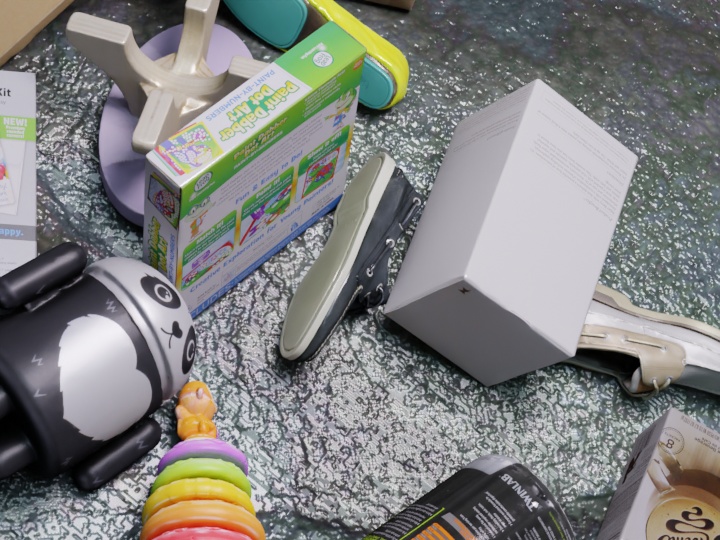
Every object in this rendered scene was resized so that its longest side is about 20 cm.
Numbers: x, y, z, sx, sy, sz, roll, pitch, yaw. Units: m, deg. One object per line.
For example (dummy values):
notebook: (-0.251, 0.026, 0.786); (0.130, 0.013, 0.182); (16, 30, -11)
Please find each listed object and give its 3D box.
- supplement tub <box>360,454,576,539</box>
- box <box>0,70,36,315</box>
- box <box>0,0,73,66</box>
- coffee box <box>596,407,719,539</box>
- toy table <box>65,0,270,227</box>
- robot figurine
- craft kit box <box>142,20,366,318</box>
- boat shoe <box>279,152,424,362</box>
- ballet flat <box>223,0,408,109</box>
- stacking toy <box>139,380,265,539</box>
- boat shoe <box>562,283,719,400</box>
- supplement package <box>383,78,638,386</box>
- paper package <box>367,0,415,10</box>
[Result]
supplement tub: (0.057, 0.236, 1.442); (0.199, 0.123, 0.123); (-31, 77, -26)
box: (-0.333, -0.065, 1.517); (0.154, 0.041, 0.202); (3, 64, -15)
box: (-0.278, -0.286, 1.578); (0.199, 0.021, 0.164); (-39, 76, 14)
coffee box: (0.247, 0.228, 1.526); (0.112, 0.080, 0.201); (28, 61, -3)
toy table: (-0.147, -0.147, 1.555); (0.182, 0.117, 0.202); (5, 59, -3)
robot figurine: (-0.215, 0.074, 1.436); (0.199, 0.151, 0.125); (-33, 65, -27)
craft kit box: (-0.085, -0.071, 1.502); (0.048, 0.198, 0.200); (42, 60, 17)
boat shoe: (-0.001, 0.000, 1.568); (0.066, 0.074, 0.201); (37, 55, -21)
ballet flat: (-0.039, -0.214, 1.669); (0.199, 0.067, 0.067); (37, 40, 0)
stacking toy: (-0.121, 0.169, 1.447); (0.108, 0.117, 0.202); (3, 51, -9)
boat shoe: (0.240, 0.073, 1.607); (0.198, 0.075, 0.069); (20, 64, 4)
supplement package: (0.124, -0.029, 1.573); (0.121, 0.119, 0.201); (35, 58, -21)
paper package: (0.028, -0.358, 1.670); (0.102, 0.200, 0.193); (10, 63, -11)
